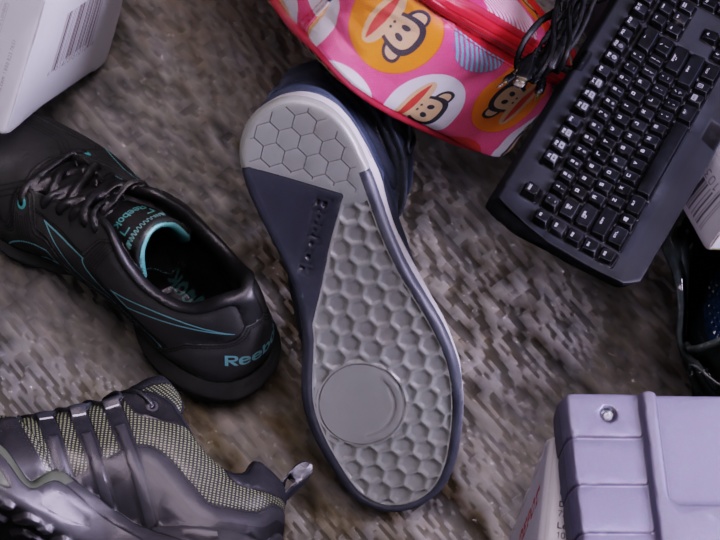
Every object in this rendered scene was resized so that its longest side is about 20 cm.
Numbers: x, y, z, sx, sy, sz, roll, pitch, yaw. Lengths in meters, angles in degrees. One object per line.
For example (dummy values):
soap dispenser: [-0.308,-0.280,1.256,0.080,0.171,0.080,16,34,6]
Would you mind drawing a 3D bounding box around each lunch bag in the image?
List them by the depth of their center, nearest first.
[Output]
lunch bag: [0.016,-0.144,1.375,0.082,0.176,0.200,-45,54,16]

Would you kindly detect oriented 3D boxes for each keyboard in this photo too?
keyboard: [0.117,-0.088,1.277,0.104,0.040,0.200,26,53,8]

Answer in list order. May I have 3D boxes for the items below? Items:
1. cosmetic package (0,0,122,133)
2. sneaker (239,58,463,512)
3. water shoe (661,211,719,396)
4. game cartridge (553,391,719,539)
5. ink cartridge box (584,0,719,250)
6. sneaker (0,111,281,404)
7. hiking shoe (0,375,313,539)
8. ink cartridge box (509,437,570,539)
cosmetic package: [-0.221,-0.157,1.378,0.199,0.082,0.113,27,30,11]
sneaker: [0.001,-0.001,1.344,0.076,0.146,0.204,-14,105,6]
water shoe: [0.174,0.062,1.315,0.071,0.079,0.201,-27,53,24]
game cartridge: [0.182,0.113,1.167,0.199,0.038,0.130,1,58,-11]
ink cartridge box: [0.204,-0.089,1.393,0.199,0.047,0.198,7,44,-40]
sneaker: [-0.114,-0.024,1.342,0.200,0.079,0.075,36,66,15]
hiking shoe: [-0.124,0.090,1.292,0.199,0.076,0.101,23,53,-3]
ink cartridge box: [0.098,0.192,1.209,0.083,0.145,0.201,10,61,-2]
